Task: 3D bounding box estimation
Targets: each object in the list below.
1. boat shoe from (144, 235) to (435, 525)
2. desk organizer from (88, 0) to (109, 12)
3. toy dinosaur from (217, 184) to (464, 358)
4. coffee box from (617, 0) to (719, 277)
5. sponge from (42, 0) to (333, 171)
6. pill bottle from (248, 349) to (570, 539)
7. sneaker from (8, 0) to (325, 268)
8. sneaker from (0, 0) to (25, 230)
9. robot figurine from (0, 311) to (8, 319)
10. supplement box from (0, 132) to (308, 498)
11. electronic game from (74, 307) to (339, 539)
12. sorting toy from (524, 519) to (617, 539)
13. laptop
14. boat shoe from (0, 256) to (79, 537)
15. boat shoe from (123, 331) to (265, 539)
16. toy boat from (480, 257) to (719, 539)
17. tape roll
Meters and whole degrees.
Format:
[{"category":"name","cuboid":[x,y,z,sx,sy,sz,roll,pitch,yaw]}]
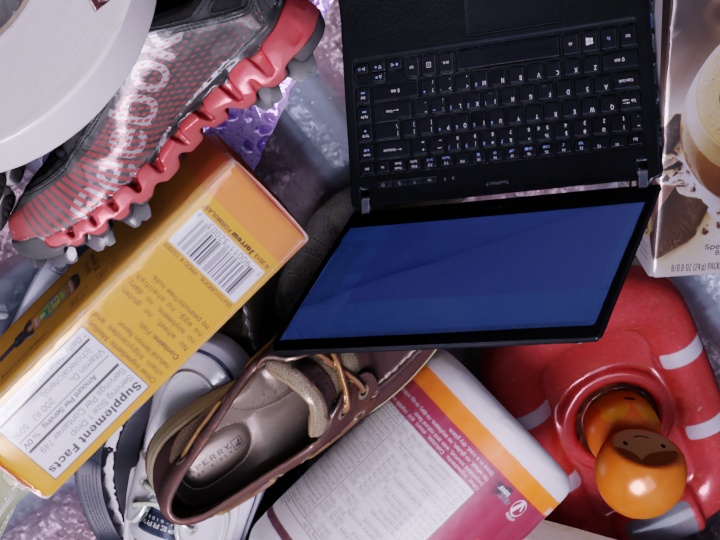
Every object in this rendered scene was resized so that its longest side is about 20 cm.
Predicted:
[{"category":"boat shoe","cuboid":[-0.024,0.060,0.819,0.200,0.072,0.072,-36,101,-1]},{"category":"desk organizer","cuboid":[-0.053,-0.204,0.736,0.077,0.200,0.072,-2,125,44]},{"category":"toy dinosaur","cuboid":[0.000,0.000,0.887,0.102,0.077,0.200,43,91,-13]},{"category":"coffee box","cuboid":[0.197,-0.105,0.817,0.112,0.080,0.201,-4,115,-4]},{"category":"sponge","cuboid":[-0.082,-0.129,0.859,0.111,0.030,0.201,21,111,-15]},{"category":"pill bottle","cuboid":[0.009,0.147,0.876,0.200,0.110,0.110,-45,112,0]},{"category":"sneaker","cuboid":[-0.116,-0.089,0.818,0.200,0.071,0.098,-41,113,10]},{"category":"sneaker","cuboid":[-0.211,-0.085,0.819,0.083,0.081,0.201,10,78,3]},{"category":"robot figurine","cuboid":[-0.287,-0.003,0.846,0.200,0.113,0.170,37,94,-20]},{"category":"supplement box","cuboid":[-0.123,0.023,0.852,0.200,0.067,0.069,-43,114,1]},{"category":"electronic game","cuboid":[-0.072,0.115,0.963,0.199,0.042,0.201,-1,107,-3]},{"category":"sorting toy","cuboid":[0.130,0.247,0.987,0.198,0.070,0.200,17,138,-13]},{"category":"laptop","cuboid":[0.047,-0.065,0.785,0.176,0.103,0.201,-4,89,29]},{"category":"boat shoe","cuboid":[-0.187,0.088,0.918,0.062,0.072,0.201,26,108,1]},{"category":"boat shoe","cuboid":[-0.094,0.133,0.888,0.073,0.067,0.201,16,119,23]},{"category":"toy boat","cuboid":[0.151,0.093,0.930,0.130,0.131,0.201,-24,115,4]},{"category":"tape roll","cuboid":[-0.197,-0.144,0.772,0.201,0.037,0.204,-2,78,8]}]
